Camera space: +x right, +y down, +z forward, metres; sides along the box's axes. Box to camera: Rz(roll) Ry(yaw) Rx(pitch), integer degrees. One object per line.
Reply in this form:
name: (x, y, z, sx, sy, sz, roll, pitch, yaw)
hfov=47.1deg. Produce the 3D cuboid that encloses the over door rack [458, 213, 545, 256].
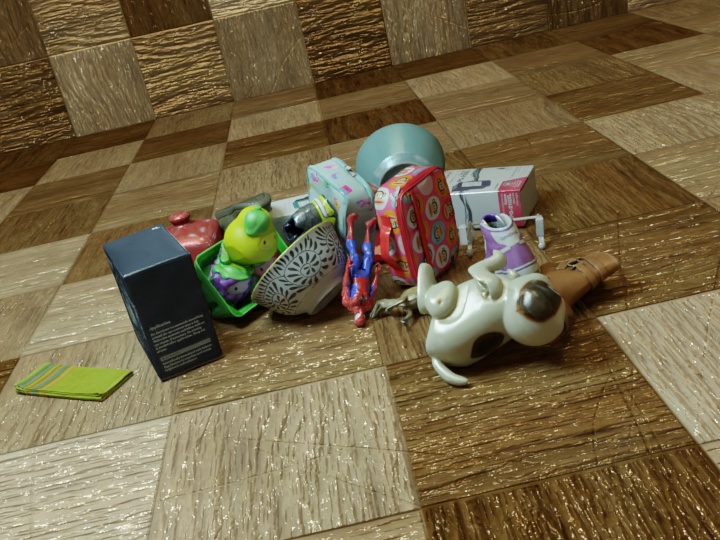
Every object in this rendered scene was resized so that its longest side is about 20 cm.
over door rack: (0.261, -0.063, 1.509, 0.148, 0.067, 0.200, -6, 4, 13)

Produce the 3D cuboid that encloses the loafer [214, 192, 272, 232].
loafer: (-0.228, -0.109, 1.664, 0.076, 0.067, 0.200, -27, 10, -27)

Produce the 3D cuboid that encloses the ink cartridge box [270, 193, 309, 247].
ink cartridge box: (-0.086, -0.097, 1.705, 0.200, 0.116, 0.067, -13, 37, -1)

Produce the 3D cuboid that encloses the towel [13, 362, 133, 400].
towel: (-0.493, 0.187, 1.413, 0.200, 0.018, 0.086, 0, 28, 26)

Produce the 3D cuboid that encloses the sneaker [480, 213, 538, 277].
sneaker: (0.235, -0.042, 1.378, 0.073, 0.114, 0.200, -27, 0, -8)

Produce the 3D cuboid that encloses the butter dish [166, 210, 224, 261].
butter dish: (-0.358, -0.052, 1.715, 0.199, 0.148, 0.200, -10, 24, 4)

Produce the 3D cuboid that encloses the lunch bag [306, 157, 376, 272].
lunch bag: (-0.038, -0.109, 1.563, 0.077, 0.200, 0.160, -20, 44, -23)

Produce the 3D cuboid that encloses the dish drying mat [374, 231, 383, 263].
dish drying mat: (0.081, -0.052, 1.629, 0.200, 0.018, 0.077, -8, 49, 8)

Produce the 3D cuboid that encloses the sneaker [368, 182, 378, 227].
sneaker: (0.061, -0.114, 1.733, 0.200, 0.116, 0.078, 38, 83, 20)

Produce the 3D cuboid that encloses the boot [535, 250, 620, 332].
boot: (0.335, 0.022, 1.286, 0.155, 0.074, 0.200, -19, 21, -3)

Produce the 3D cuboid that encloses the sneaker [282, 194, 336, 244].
sneaker: (-0.110, -0.074, 1.546, 0.081, 0.074, 0.200, -21, -18, -23)

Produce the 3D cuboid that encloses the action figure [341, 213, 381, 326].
action figure: (0.000, 0.000, 1.425, 0.065, 0.200, 0.052, 11, -21, -25)

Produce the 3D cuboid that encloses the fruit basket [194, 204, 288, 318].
fruit basket: (-0.201, -0.023, 1.518, 0.216, 0.156, 0.216, -35, 4, 3)

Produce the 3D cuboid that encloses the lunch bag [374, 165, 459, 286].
lunch bag: (0.095, -0.075, 1.476, 0.082, 0.200, 0.176, 7, 33, 40)

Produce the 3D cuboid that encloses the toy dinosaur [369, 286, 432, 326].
toy dinosaur: (0.110, 0.046, 1.378, 0.200, 0.058, 0.101, -12, 23, 2)

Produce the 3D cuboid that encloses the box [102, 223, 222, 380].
box: (-0.341, 0.049, 1.418, 0.117, 0.200, 0.197, -22, 25, -19)

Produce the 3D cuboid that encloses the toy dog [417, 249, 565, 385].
toy dog: (0.192, 0.061, 1.186, 0.200, 0.140, 0.194, -11, 44, 24)

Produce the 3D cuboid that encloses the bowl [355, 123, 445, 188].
bowl: (0.091, -0.205, 1.782, 0.201, 0.201, 0.105, -11, 32, 4)

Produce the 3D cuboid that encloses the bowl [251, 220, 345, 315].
bowl: (-0.089, 0.016, 1.456, 0.201, 0.094, 0.201, -44, -8, -8)

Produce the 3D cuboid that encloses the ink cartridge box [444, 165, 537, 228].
ink cartridge box: (0.251, -0.151, 1.706, 0.200, 0.084, 0.145, -1, 26, 24)
